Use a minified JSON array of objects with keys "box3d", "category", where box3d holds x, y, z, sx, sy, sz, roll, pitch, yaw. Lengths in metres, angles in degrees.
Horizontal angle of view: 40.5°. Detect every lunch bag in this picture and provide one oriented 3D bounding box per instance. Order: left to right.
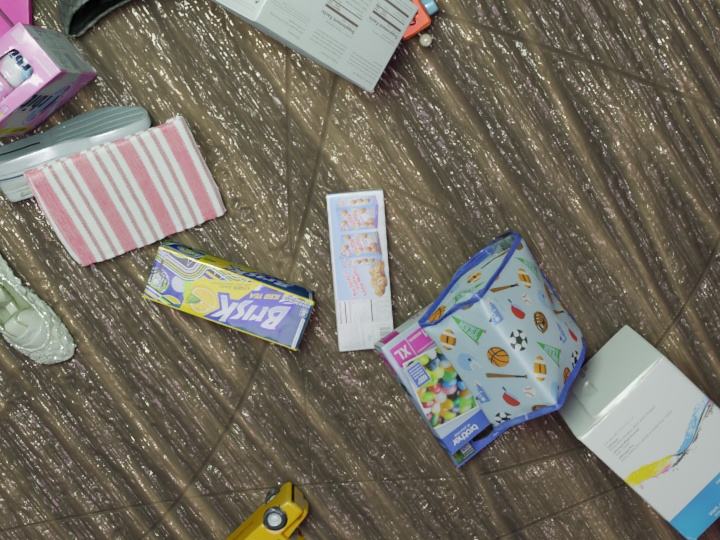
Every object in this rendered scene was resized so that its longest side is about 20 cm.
[{"box3d":[0.182,0.064,1.171,0.124,0.200,0.170,-27,103,40],"category":"lunch bag"}]

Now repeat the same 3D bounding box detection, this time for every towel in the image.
[{"box3d":[-0.276,-0.094,1.161,0.199,0.030,0.147,-20,131,-1],"category":"towel"}]

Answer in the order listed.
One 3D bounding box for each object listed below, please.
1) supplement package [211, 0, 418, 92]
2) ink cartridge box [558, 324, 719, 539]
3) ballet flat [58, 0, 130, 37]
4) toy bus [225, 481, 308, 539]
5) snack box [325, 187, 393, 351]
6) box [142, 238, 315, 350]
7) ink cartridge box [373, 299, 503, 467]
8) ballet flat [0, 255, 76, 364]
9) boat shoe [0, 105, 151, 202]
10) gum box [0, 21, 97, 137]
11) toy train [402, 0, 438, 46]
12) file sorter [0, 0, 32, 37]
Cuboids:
[{"box3d":[-0.067,-0.300,1.050,0.200,0.156,0.111,21,102,-52],"category":"supplement package"},{"box3d":[0.369,0.198,1.215,0.200,0.147,0.145,42,96,-10],"category":"ink cartridge box"},{"box3d":[-0.268,-0.310,1.091,0.200,0.066,0.057,-7,86,42],"category":"ballet flat"},{"box3d":[-0.141,0.371,1.267,0.200,0.065,0.078,-44,100,6],"category":"toy bus"},{"box3d":[0.000,0.000,1.223,0.072,0.024,0.201,-5,101,-2],"category":"snack box"},{"box3d":[-0.159,0.029,1.202,0.199,0.064,0.070,20,100,-7],"category":"box"},{"box3d":[0.120,0.142,1.236,0.119,0.042,0.200,-36,103,-11],"category":"ink cartridge box"},{"box3d":[-0.435,0.045,1.192,0.072,0.072,0.200,-39,101,5],"category":"ballet flat"},{"box3d":[-0.341,-0.139,1.168,0.199,0.074,0.067,-16,129,0],"category":"boat shoe"},{"box3d":[-0.373,-0.207,1.076,0.113,0.200,0.066,-39,100,4],"category":"gum box"},{"box3d":[0.087,-0.367,1.144,0.200,0.056,0.150,-37,101,8],"category":"toy train"},{"box3d":[-0.480,-0.328,1.069,0.199,0.125,0.140,-4,82,-2],"category":"file sorter"}]
